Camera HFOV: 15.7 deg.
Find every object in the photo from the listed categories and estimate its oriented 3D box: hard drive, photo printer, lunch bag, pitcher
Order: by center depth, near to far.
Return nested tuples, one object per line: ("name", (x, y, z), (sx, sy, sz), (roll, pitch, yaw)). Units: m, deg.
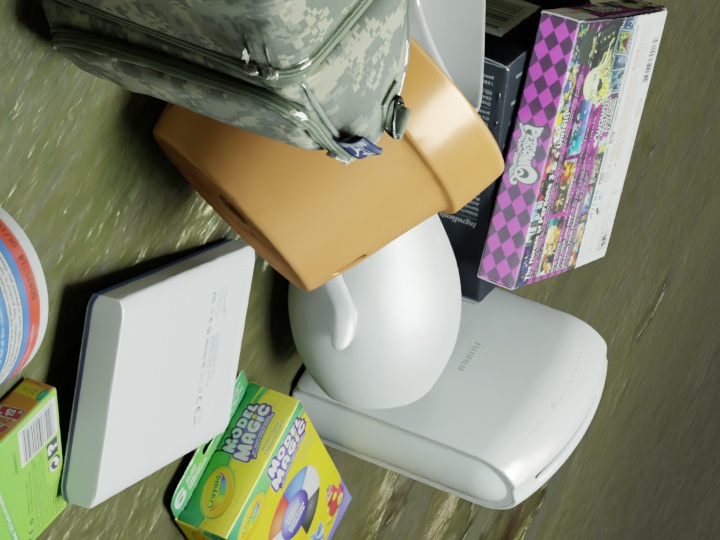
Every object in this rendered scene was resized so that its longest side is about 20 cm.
("lunch bag", (-0.071, -0.151, 1.408), (0.140, 0.200, 0.168), (-57, 153, -27))
("hard drive", (-0.125, 0.061, 1.650), (0.200, 0.025, 0.132), (-26, 128, -67))
("pitcher", (0.000, 0.000, 1.794), (0.172, 0.121, 0.201), (-47, 141, -56))
("photo printer", (0.073, 0.084, 1.923), (0.167, 0.200, 0.070), (-53, 152, -34))

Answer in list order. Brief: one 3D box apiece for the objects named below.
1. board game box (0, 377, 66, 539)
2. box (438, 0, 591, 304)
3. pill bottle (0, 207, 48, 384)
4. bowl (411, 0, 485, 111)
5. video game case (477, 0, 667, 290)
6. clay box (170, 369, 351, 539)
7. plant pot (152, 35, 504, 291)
("board game box", (-0.236, 0.156, 1.503), (0.200, 0.030, 0.096), (-51, 150, -45))
("box", (0.085, -0.101, 1.925), (0.148, 0.104, 0.201), (-40, 143, -52))
("pill bottle", (-0.250, 0.038, 1.267), (0.200, 0.112, 0.113), (-36, 140, -55))
("bowl", (0.027, -0.211, 1.686), (0.200, 0.074, 0.201), (53, 35, -64))
("video game case", (0.157, -0.096, 1.911), (0.181, 0.036, 0.201), (-19, 125, -62))
("clay box", (-0.069, 0.164, 1.861), (0.115, 0.047, 0.200), (-62, 157, -20))
("plant pot", (-0.030, -0.083, 1.584), (0.140, 0.200, 0.200), (-45, 153, -7))
